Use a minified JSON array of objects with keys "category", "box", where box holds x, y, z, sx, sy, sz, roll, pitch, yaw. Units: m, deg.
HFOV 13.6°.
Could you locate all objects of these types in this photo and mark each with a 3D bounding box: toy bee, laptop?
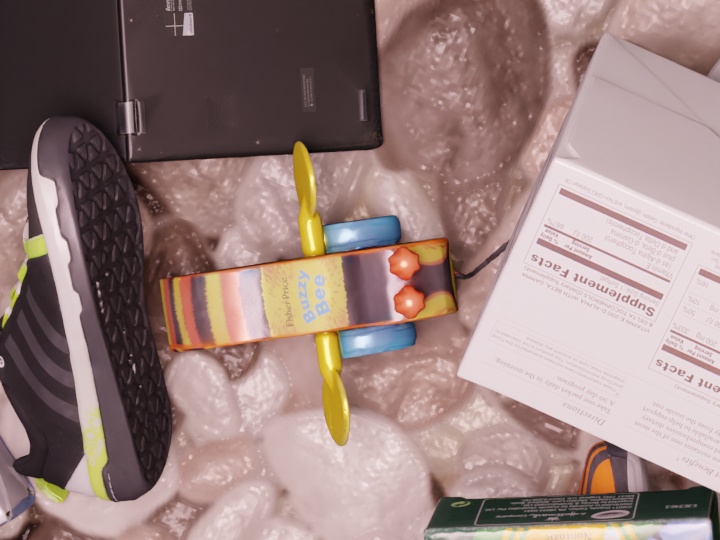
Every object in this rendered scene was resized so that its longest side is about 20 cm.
[{"category":"toy bee","box":[0.000,0.000,1.368,0.200,0.109,0.131,-30,88,6]},{"category":"laptop","box":[-0.107,-0.145,1.420,0.199,0.116,0.188,-4,93,-23]}]

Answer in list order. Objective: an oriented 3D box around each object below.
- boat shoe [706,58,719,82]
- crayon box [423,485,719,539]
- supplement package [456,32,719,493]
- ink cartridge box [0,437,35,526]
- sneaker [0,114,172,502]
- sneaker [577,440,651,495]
[{"category":"boat shoe","box":[0.222,-0.115,1.362,0.069,0.057,0.200,39,114,-6]},{"category":"crayon box","box":[0.101,0.200,1.327,0.125,0.052,0.201,-3,103,10]},{"category":"supplement package","box":[0.162,0.010,1.268,0.199,0.156,0.111,25,116,1]},{"category":"ink cartridge box","box":[-0.274,0.106,1.415,0.200,0.076,0.137,-32,89,5]},{"category":"sneaker","box":[-0.144,0.025,1.378,0.083,0.072,0.201,2,118,17]},{"category":"sneaker","box":[0.078,0.174,1.383,0.112,0.078,0.201,4,93,4]}]
